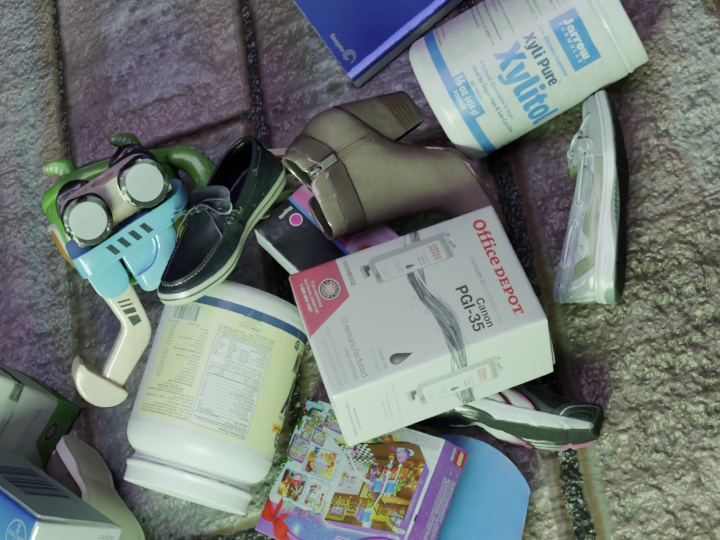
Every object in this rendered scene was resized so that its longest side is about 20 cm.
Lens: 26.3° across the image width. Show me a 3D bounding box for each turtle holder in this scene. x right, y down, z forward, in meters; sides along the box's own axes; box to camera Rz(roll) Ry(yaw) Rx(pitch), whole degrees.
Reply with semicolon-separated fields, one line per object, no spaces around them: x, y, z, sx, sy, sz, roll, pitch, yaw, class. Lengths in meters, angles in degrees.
-0.232;-0.060;1.602;0.184;0.141;0.133;-15;78;-21;turtle holder

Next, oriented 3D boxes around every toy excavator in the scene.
-0.230;0.007;1.497;0.194;0.201;0.100;-34;19;-7;toy excavator

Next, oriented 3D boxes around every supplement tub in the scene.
0.159;-0.206;1.469;0.199;0.132;0.133;-30;63;13;supplement tub
-0.140;0.120;1.479;0.144;0.145;0.202;10;77;26;supplement tub

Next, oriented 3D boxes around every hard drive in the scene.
0.038;-0.303;1.615;0.199;0.025;0.132;-39;62;7;hard drive

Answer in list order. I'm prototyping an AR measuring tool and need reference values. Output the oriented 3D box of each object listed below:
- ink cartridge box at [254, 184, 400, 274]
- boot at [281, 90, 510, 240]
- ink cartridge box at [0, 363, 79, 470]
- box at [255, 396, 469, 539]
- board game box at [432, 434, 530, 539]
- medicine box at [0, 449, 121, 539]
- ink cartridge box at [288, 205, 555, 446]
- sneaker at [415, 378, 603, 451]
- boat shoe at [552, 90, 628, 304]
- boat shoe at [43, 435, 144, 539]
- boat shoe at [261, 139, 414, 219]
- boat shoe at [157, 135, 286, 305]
0.000;0.000;1.460;0.095;0.037;0.200;-43;75;-12;ink cartridge box
0.027;-0.073;1.445;0.146;0.070;0.200;-34;76;-20;boot
-0.395;0.160;1.545;0.084;0.200;0.147;29;85;29;ink cartridge box
-0.002;0.203;1.411;0.199;0.039;0.138;12;76;49;box
0.078;0.252;1.395;0.156;0.039;0.202;2;70;29;board game box
-0.341;0.292;1.441;0.181;0.102;0.202;23;95;42;medicine box
0.054;0.045;1.359;0.198;0.083;0.147;-20;51;-4;ink cartridge box
0.124;0.102;1.393;0.198;0.080;0.087;12;71;7;sneaker
0.213;-0.069;1.433;0.064;0.074;0.204;-2;79;18;boat shoe
-0.268;0.242;1.514;0.060;0.072;0.200;-51;40;9;boat shoe
-0.031;-0.091;1.543;0.198;0.071;0.063;-5;59;24;boat shoe
-0.138;-0.049;1.452;0.074;0.062;0.201;1;47;39;boat shoe
